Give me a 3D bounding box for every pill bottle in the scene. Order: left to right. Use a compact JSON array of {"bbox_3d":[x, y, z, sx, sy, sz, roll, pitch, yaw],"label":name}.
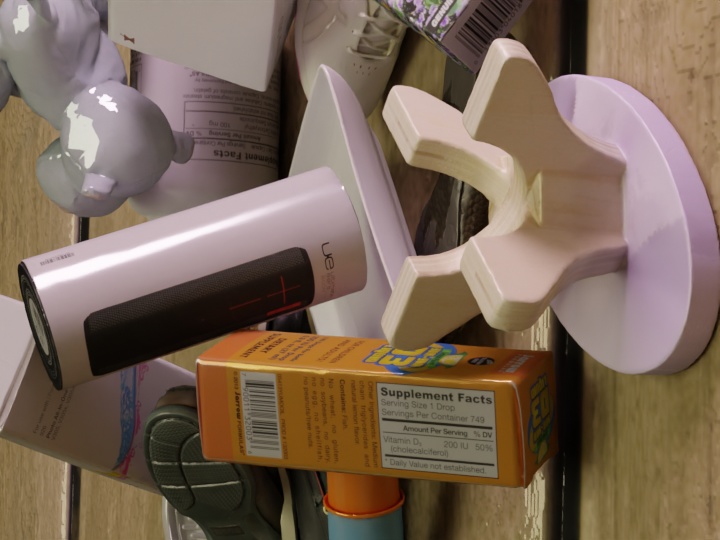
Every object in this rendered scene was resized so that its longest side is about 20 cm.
[{"bbox_3d":[-0.117,-0.085,1.491,0.114,0.113,0.202,-7,80,64],"label":"pill bottle"}]

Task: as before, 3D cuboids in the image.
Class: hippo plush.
[{"bbox_3d":[-0.182,-0.130,1.411,0.161,0.159,0.200,52,142,-1],"label":"hippo plush"}]

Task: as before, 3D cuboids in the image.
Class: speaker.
[{"bbox_3d":[-0.098,0.003,1.198,0.081,0.198,0.082,163,90,-73],"label":"speaker"}]

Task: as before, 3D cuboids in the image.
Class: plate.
[{"bbox_3d":[0.000,0.000,1.278,0.200,0.032,0.201,111,145,-62],"label":"plate"}]

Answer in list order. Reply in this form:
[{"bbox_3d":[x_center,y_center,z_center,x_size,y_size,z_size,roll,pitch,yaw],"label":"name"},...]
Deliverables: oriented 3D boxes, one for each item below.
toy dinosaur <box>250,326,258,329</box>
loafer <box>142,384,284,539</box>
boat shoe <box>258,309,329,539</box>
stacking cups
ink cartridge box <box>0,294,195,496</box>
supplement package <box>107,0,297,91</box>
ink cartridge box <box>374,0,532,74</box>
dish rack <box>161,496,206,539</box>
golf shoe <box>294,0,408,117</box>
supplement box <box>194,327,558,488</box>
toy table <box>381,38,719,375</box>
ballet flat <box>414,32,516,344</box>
[{"bbox_3d":[-0.055,0.080,1.382,0.106,0.060,0.202,-19,64,36],"label":"toy dinosaur"},{"bbox_3d":[-0.084,0.134,1.301,0.201,0.071,0.063,66,-149,-43],"label":"loafer"},{"bbox_3d":[-0.025,0.116,1.291,0.074,0.062,0.204,-30,-69,-74],"label":"boat shoe"},{"bbox_3d":[0.007,0.158,1.227,0.060,0.060,0.202,-148,54,-61],"label":"stacking cups"},{"bbox_3d":[-0.191,0.081,1.323,0.145,0.199,0.088,13,81,45],"label":"ink cartridge box"},{"bbox_3d":[-0.081,-0.242,1.324,0.117,0.116,0.201,105,-176,-63],"label":"supplement package"},{"bbox_3d":[0.026,-0.212,1.170,0.109,0.050,0.200,-52,54,4],"label":"ink cartridge box"},{"bbox_3d":[-0.090,0.193,1.487,0.200,0.043,0.173,-54,41,48],"label":"dish rack"},{"bbox_3d":[0.010,-0.182,1.290,0.091,0.075,0.202,40,124,55],"label":"golf shoe"},{"bbox_3d":[0.009,0.076,1.132,0.198,0.066,0.070,5,107,23],"label":"supplement box"},{"bbox_3d":[0.092,-0.031,1.052,0.200,0.116,0.185,-128,48,-55],"label":"toy table"},{"bbox_3d":[0.067,-0.047,1.196,0.067,0.046,0.202,-136,49,-58],"label":"ballet flat"}]
